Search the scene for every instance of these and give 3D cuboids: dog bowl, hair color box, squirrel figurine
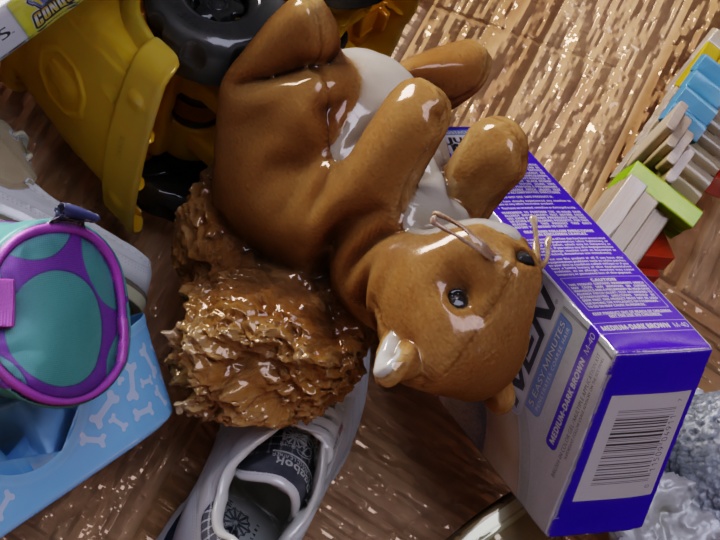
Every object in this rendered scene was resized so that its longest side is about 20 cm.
[{"bbox_3d":[-0.169,0.090,1.216,0.200,0.111,0.050,-34,97,-34],"label":"dog bowl"},{"bbox_3d":[0.081,0.026,1.305,0.065,0.110,0.200,-1,34,-30],"label":"hair color box"},{"bbox_3d":[0.000,0.000,1.242,0.141,0.200,0.187,18,35,-53],"label":"squirrel figurine"}]

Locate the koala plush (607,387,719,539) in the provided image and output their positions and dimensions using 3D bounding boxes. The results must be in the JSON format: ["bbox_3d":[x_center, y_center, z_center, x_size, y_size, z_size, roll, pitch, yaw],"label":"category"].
[{"bbox_3d":[0.222,0.126,1.354,0.199,0.184,0.178,19,32,0],"label":"koala plush"}]

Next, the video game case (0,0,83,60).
[{"bbox_3d":[-0.164,-0.175,1.275,0.180,0.200,0.026,-36,125,-3],"label":"video game case"}]

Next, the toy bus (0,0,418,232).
[{"bbox_3d":[-0.093,-0.146,1.356,0.200,0.136,0.192,-33,65,-33],"label":"toy bus"}]

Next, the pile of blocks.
[{"bbox_3d":[0.184,-0.060,1.466,0.062,0.082,0.200,37,55,-3],"label":"pile of blocks"}]

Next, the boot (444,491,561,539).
[{"bbox_3d":[0.083,0.198,1.296,0.200,0.072,0.155,-38,84,-29],"label":"boot"}]

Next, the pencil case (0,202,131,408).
[{"bbox_3d":[-0.192,0.010,1.189,0.092,0.199,0.086,28,74,-42],"label":"pencil case"}]

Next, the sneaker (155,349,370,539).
[{"bbox_3d":[-0.034,0.080,1.297,0.076,0.081,0.201,26,56,-8],"label":"sneaker"}]

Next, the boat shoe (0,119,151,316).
[{"bbox_3d":[-0.187,-0.041,1.290,0.199,0.075,0.069,26,63,-10],"label":"boat shoe"}]
